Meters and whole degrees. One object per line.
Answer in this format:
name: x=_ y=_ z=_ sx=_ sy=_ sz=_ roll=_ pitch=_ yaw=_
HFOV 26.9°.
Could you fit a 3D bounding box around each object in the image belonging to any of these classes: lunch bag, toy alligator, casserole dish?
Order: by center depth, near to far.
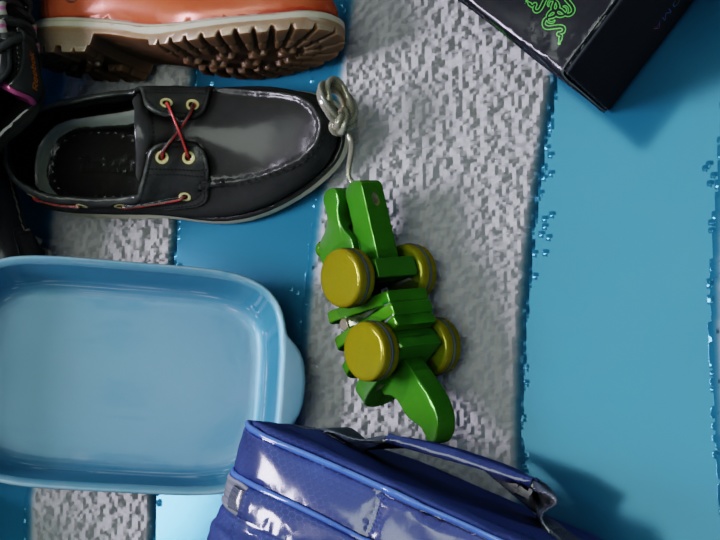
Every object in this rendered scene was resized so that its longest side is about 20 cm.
lunch bag: x=0.025 y=0.147 z=0.713 sx=0.199 sy=0.136 sz=0.133 roll=18 pitch=91 yaw=23
toy alligator: x=0.000 y=0.000 z=0.787 sx=0.054 sy=0.059 sz=0.201 roll=-31 pitch=71 yaw=41
casserole dish: x=-0.130 y=0.058 z=0.809 sx=0.198 sy=0.039 sz=0.122 roll=4 pitch=81 yaw=-6

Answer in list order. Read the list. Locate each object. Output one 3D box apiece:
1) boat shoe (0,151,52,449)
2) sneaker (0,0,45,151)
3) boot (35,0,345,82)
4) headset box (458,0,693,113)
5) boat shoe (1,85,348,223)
boat shoe: x=-0.205 y=0.013 z=0.871 sx=0.074 sy=0.060 sz=0.202 roll=-28 pitch=69 yaw=45
sneaker: x=-0.204 y=-0.120 z=0.831 sx=0.086 sy=0.080 sz=0.202 roll=14 pitch=87 yaw=28
boot: x=-0.096 y=-0.164 z=0.843 sx=0.198 sy=0.075 sz=0.108 roll=6 pitch=81 yaw=25
headset box: x=0.101 y=-0.203 z=0.751 sx=0.200 sy=0.093 sz=0.175 roll=42 pitch=100 yaw=22
boat shoe: x=-0.105 y=-0.066 z=0.839 sx=0.200 sy=0.063 sz=0.074 roll=-4 pitch=79 yaw=21
